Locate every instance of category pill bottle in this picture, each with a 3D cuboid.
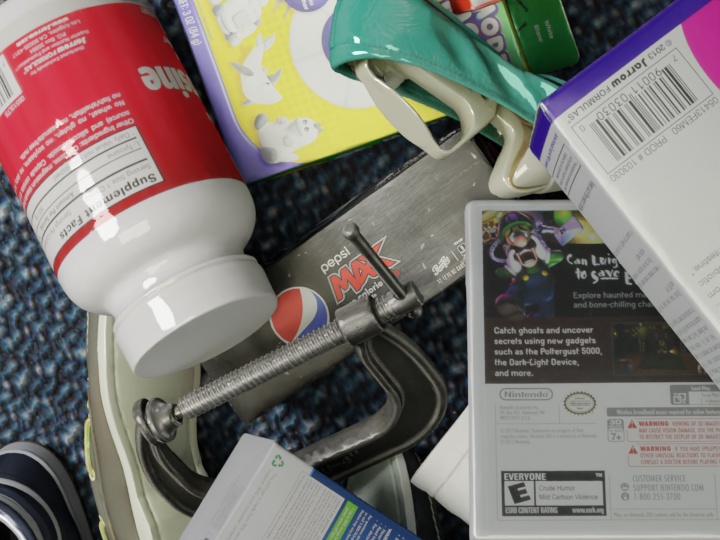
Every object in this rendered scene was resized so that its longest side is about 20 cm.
[{"bbox_3d":[-0.126,-0.050,0.959,0.112,0.112,0.200,-32,75,13],"label":"pill bottle"}]

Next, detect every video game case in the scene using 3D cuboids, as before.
[{"bbox_3d":[0.154,0.050,0.909,0.200,0.023,0.182,0,69,2],"label":"video game case"}]

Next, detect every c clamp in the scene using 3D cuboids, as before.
[{"bbox_3d":[-0.042,0.064,0.965,0.200,0.027,0.171,-31,135,16],"label":"c clamp"}]

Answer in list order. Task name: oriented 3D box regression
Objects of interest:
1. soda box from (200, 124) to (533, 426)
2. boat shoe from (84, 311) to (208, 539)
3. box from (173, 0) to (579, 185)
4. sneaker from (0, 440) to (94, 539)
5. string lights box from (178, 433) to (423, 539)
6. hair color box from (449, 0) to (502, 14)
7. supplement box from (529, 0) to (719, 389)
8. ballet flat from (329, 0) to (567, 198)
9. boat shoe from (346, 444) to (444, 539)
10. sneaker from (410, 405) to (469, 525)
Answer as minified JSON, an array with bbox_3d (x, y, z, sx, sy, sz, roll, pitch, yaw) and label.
[{"bbox_3d":[0.000,0.000,1.003,0.200,0.063,0.071,-35,93,12],"label":"soda box"},{"bbox_3d":[-0.129,0.090,1.035,0.060,0.072,0.202,0,104,45],"label":"boat shoe"},{"bbox_3d":[0.010,-0.132,0.986,0.200,0.048,0.117,-19,98,9],"label":"box"},{"bbox_3d":[-0.176,0.204,1.044,0.070,0.109,0.200,-26,96,13],"label":"sneaker"},{"bbox_3d":[0.000,0.183,0.954,0.200,0.059,0.103,36,78,-17],"label":"string lights box"},{"bbox_3d":[0.127,-0.213,0.921,0.200,0.061,0.102,-21,97,-4],"label":"hair color box"},{"bbox_3d":[0.180,-0.019,0.844,0.101,0.103,0.200,-36,82,-2],"label":"supplement box"},{"bbox_3d":[0.068,-0.078,0.928,0.200,0.067,0.070,29,77,-10],"label":"ballet flat"},{"bbox_3d":[0.031,0.196,1.039,0.060,0.076,0.200,-1,91,-31],"label":"boat shoe"},{"bbox_3d":[0.132,0.074,0.985,0.116,0.074,0.200,39,101,7],"label":"sneaker"}]
